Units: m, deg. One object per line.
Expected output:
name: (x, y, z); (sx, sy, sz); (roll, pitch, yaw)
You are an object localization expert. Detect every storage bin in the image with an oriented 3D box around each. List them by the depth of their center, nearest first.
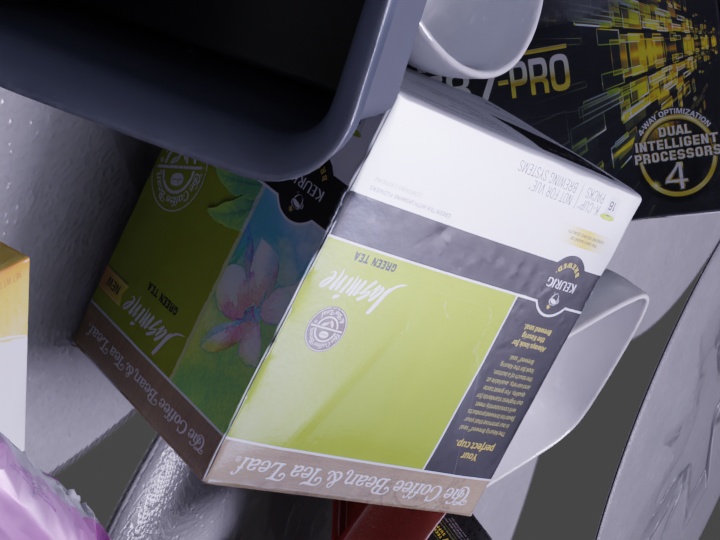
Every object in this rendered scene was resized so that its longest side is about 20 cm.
storage bin: (-0.061, -0.130, 0.581); (0.134, 0.198, 0.147); (-19, 129, -73)

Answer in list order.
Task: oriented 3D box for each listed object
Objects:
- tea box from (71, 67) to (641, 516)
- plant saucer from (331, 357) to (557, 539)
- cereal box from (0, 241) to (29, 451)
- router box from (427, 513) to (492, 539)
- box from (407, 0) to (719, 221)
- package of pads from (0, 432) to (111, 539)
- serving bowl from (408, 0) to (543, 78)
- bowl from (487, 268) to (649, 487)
tea box: (0.000, 0.000, 0.775); (0.199, 0.133, 0.198); (17, 104, -47)
plant saucer: (0.039, 0.084, 0.941); (0.201, 0.036, 0.200); (-56, -170, 15)
cereal box: (-0.200, 0.098, 0.648); (0.144, 0.039, 0.202); (-34, 139, -49)
router box: (0.015, 0.217, 1.053); (0.149, 0.051, 0.200); (-38, 168, -7)
box: (0.121, -0.105, 0.894); (0.049, 0.198, 0.163); (-7, 92, -62)
package of pads: (-0.197, 0.122, 0.552); (0.200, 0.076, 0.121); (-42, 135, -12)
serving bowl: (0.027, -0.195, 0.802); (0.199, 0.065, 0.203); (11, 77, -57)
bowl: (0.100, 0.082, 1.144); (0.199, 0.075, 0.201); (-27, 152, -31)
